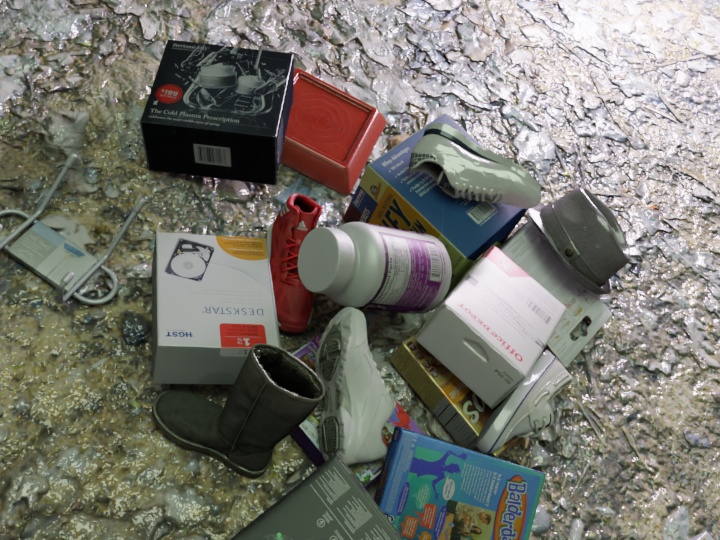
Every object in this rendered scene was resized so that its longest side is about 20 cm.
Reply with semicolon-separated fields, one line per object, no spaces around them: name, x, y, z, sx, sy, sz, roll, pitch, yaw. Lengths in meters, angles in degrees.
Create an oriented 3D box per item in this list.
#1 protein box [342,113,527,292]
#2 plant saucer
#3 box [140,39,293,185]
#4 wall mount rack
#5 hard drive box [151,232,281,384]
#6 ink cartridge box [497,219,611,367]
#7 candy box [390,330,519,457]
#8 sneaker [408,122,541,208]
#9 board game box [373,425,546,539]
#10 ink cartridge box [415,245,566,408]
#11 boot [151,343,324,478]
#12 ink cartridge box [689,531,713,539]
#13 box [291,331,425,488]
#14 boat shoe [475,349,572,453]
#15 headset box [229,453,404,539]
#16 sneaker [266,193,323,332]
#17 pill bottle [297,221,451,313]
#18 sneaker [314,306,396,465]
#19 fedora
protein box;0.121;-0.097;1.387;0.200;0.135;0.198;44;53;12
plant saucer;-0.069;-0.242;1.479;0.198;0.037;0.201;27;51;-2
box;-0.209;-0.240;1.354;0.198;0.105;0.183;6;53;0
wall mount rack;-0.390;-0.054;1.199;0.199;0.075;0.174;33;51;2
hard drive box;-0.193;0.049;1.179;0.154;0.077;0.201;2;45;-17
ink cartridge box;0.287;0.038;1.426;0.162;0.057;0.201;-38;93;-37
candy box;0.150;0.164;1.267;0.115;0.055;0.200;-29;70;-35
sneaker;0.166;-0.132;1.306;0.199;0.077;0.081;27;62;3
board game box;0.117;0.298;1.128;0.198;0.045;0.153;19;81;-7
ink cartridge box;0.185;0.073;1.257;0.146;0.083;0.200;42;38;5
boot;-0.150;0.154;1.066;0.181;0.200;0.073;25;51;-2
ink cartridge box;0.453;0.478;1.175;0.199;0.047;0.198;-24;70;-31
box;-0.028;0.187;1.193;0.136;0.039;0.200;-32;72;-34
boat shoe;0.227;0.187;1.206;0.070;0.071;0.200;41;45;10
headset box;-0.052;0.343;1.014;0.199;0.093;0.174;-37;74;-18
sneaker;-0.095;-0.022;1.263;0.078;0.116;0.201;1;55;-19
pill bottle;0.018;-0.004;1.187;0.199;0.112;0.113;8;51;-42
sneaker;-0.001;0.148;1.147;0.099;0.078;0.202;6;81;-34
fedora;0.361;-0.062;1.441;0.201;0.090;0.176;58;26;15
